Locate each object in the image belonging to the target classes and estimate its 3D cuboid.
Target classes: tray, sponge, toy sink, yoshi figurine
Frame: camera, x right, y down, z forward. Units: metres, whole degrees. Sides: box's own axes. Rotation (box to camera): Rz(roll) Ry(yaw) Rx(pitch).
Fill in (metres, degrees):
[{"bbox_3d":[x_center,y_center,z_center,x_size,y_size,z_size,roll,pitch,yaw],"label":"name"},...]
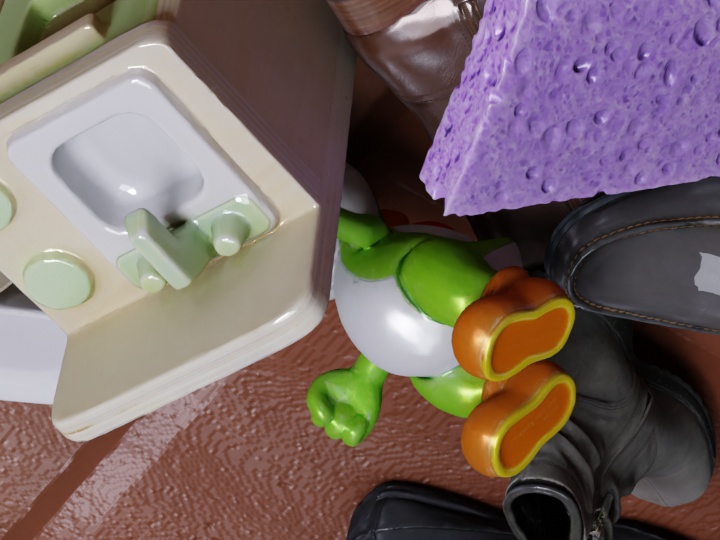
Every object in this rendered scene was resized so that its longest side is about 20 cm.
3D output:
[{"bbox_3d":[-0.149,0.033,1.083,0.107,0.022,0.200,9,165,-24],"label":"tray"},{"bbox_3d":[0.126,-0.082,0.942,0.199,0.030,0.112,-9,137,-29],"label":"sponge"},{"bbox_3d":[-0.089,-0.055,0.939,0.130,0.200,0.112,-26,126,27],"label":"toy sink"},{"bbox_3d":[-0.011,0.010,1.000,0.112,0.200,0.113,23,98,-54],"label":"yoshi figurine"}]

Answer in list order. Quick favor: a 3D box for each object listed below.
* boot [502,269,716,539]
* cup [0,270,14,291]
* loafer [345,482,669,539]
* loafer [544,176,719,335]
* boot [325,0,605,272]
[{"bbox_3d":[0.107,0.098,1.086,0.067,0.131,0.200,-5,148,24],"label":"boot"},{"bbox_3d":[-0.240,-0.021,1.013,0.200,0.200,0.144,-30,99,28],"label":"cup"},{"bbox_3d":[0.089,0.163,1.207,0.200,0.071,0.068,12,133,-6],"label":"loafer"},{"bbox_3d":[0.178,-0.001,1.015,0.199,0.072,0.073,-4,130,-15],"label":"loafer"},{"bbox_3d":[0.104,-0.086,0.991,0.186,0.064,0.200,-20,131,21],"label":"boot"}]
